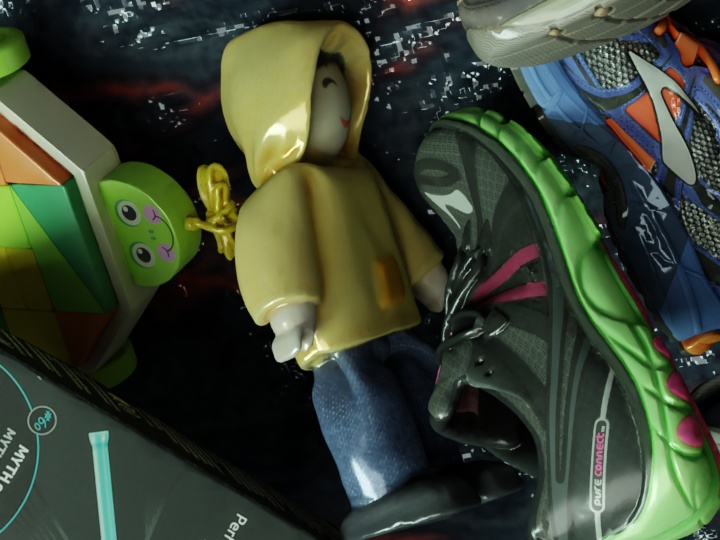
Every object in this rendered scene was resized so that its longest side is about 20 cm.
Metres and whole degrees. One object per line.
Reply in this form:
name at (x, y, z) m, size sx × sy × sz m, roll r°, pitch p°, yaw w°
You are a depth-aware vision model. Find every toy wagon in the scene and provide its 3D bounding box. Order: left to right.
toy wagon at (-0.138, -0.021, 0.872) m, size 0.199 × 0.040 × 0.156 m, roll 3°, pitch 122°, yaw 33°

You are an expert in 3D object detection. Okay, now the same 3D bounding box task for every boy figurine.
boy figurine at (0.000, 0.000, 0.826) m, size 0.064 × 0.124 × 0.201 m, roll -21°, pitch 80°, yaw 33°

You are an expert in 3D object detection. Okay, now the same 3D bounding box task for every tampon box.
tampon box at (-0.112, 0.126, 0.825) m, size 0.200 × 0.126 × 0.150 m, roll 33°, pitch 87°, yaw -16°

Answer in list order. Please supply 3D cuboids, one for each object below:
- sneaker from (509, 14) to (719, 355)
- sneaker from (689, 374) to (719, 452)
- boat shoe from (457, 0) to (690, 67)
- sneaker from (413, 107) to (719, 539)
sneaker at (0.107, -0.067, 0.785) m, size 0.078 × 0.075 × 0.200 m, roll -27°, pitch 115°, yaw 13°
sneaker at (0.179, -0.001, 0.744) m, size 0.077 × 0.146 × 0.203 m, roll 23°, pitch 129°, yaw 42°
boat shoe at (0.111, -0.139, 0.712) m, size 0.200 × 0.075 × 0.073 m, roll -33°, pitch 81°, yaw -4°
sneaker at (0.053, 0.017, 0.751) m, size 0.084 × 0.200 × 0.077 m, roll -28°, pitch 136°, yaw 4°
